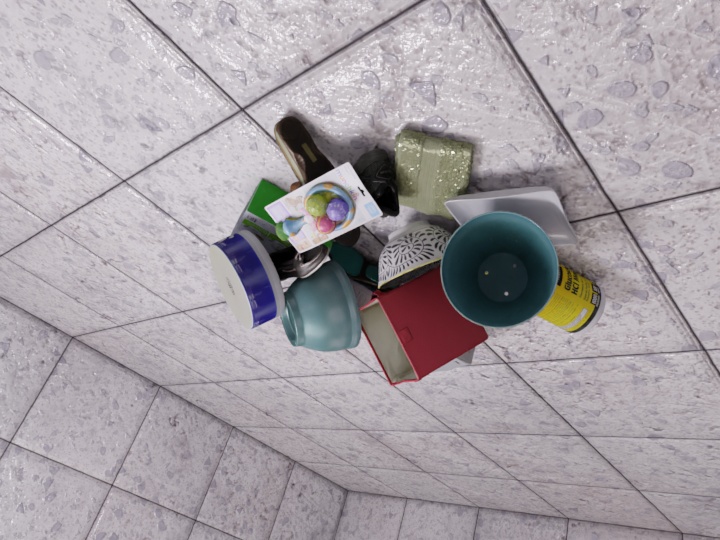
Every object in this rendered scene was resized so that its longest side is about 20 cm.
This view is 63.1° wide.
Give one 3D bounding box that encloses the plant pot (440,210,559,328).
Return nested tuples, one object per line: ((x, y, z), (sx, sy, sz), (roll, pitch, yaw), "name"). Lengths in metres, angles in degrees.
((0.254, 0.005, 1.065), (0.198, 0.202, 0.135), (9, 176, 18), "plant pot")

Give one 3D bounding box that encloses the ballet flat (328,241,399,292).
((0.000, 0.000, 1.386), (0.199, 0.068, 0.064), (28, 159, -13), "ballet flat")

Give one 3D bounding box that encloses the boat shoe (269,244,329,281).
((-0.145, -0.021, 1.248), (0.057, 0.067, 0.199), (33, 148, -30), "boat shoe")

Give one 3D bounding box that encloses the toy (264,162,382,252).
((-0.074, -0.099, 1.058), (0.199, 0.047, 0.115), (-21, 118, 32), "toy")

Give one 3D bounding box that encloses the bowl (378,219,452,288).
((0.112, -0.042, 1.189), (0.199, 0.095, 0.201), (-21, 173, -3), "bowl")

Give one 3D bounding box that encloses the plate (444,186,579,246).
((0.280, -0.097, 1.073), (0.198, 0.033, 0.200), (-3, 154, 32), "plate")

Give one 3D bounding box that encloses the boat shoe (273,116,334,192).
((-0.097, -0.191, 1.101), (0.201, 0.071, 0.076), (62, 158, -12), "boat shoe")

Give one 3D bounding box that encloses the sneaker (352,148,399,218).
((0.009, -0.130, 1.115), (0.076, 0.115, 0.199), (-11, 163, -31), "sneaker")

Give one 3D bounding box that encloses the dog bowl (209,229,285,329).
((-0.243, 0.020, 1.252), (0.200, 0.078, 0.201), (44, 148, 36), "dog bowl")

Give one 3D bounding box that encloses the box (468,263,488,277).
((0.212, 0.020, 1.241), (0.075, 0.050, 0.200), (-19, 163, -18), "box")

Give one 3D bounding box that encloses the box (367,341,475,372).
((0.157, 0.150, 1.454), (0.199, 0.132, 0.199), (29, 153, -17), "box")

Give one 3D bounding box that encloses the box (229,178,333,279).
((-0.177, -0.082, 1.322), (0.199, 0.097, 0.176), (27, 149, -14), "box")

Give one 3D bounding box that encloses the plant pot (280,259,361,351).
((-0.100, 0.090, 1.279), (0.133, 0.202, 0.201), (-15, 159, -22), "plant pot")

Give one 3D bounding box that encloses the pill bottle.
((0.381, 0.040, 1.183), (0.199, 0.113, 0.112), (26, 149, -12), "pill bottle")

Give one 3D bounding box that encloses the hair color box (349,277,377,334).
((-0.018, 0.071, 1.407), (0.199, 0.101, 0.060), (31, -172, 19), "hair color box")

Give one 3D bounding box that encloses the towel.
((0.128, -0.168, 1.067), (0.147, 0.037, 0.201), (14, 149, 8), "towel")

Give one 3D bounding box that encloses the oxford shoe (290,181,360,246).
((-0.072, -0.125, 1.243), (0.200, 0.072, 0.071), (45, 169, -36), "oxford shoe")

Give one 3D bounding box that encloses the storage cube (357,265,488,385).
((0.119, 0.111, 1.207), (0.201, 0.179, 0.171), (63, 159, 5), "storage cube")
